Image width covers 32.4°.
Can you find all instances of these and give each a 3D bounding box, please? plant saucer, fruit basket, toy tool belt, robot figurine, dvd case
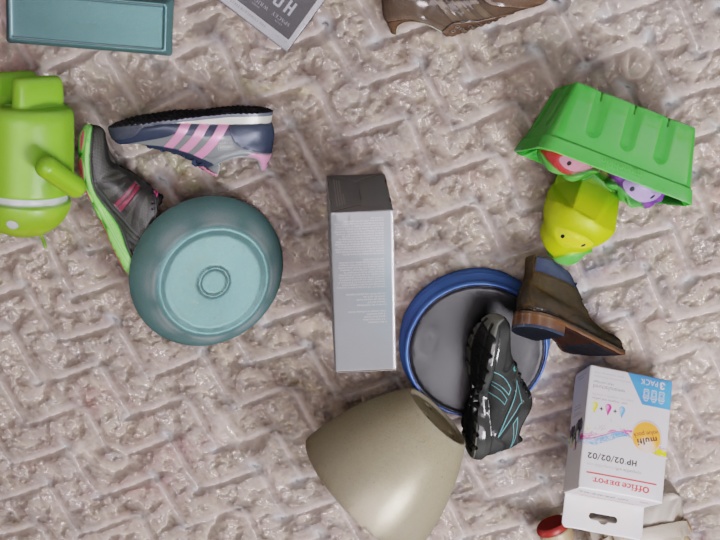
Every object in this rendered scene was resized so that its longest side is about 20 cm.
[{"bbox_3d":[-0.321,-0.295,1.464,0.198,0.019,0.071,4,109,-2],"label":"plant saucer"},{"bbox_3d":[0.282,-0.101,1.491,0.213,0.155,0.218,0,93,-7],"label":"fruit basket"},{"bbox_3d":[0.349,0.368,1.665,0.198,0.125,0.124,-21,101,7],"label":"toy tool belt"},{"bbox_3d":[-0.185,0.009,1.533,0.198,0.036,0.202,-8,114,-19],"label":"plant saucer"},{"bbox_3d":[-0.398,-0.131,1.465,0.174,0.115,0.202,14,107,29],"label":"robot figurine"},{"bbox_3d":[-0.086,-0.379,1.436,0.150,0.025,0.201,35,105,-12],"label":"dvd case"}]

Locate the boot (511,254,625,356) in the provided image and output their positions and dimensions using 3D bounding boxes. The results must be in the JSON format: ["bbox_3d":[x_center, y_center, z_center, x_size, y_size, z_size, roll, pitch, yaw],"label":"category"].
[{"bbox_3d":[0.272,0.049,1.569,0.199,0.074,0.098,20,70,-40],"label":"boot"}]

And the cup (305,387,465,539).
[{"bbox_3d":[0.050,0.235,1.571,0.200,0.200,0.143,41,101,-15],"label":"cup"}]

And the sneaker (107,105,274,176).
[{"bbox_3d":[-0.202,-0.150,1.487,0.198,0.070,0.083,-3,109,-3],"label":"sneaker"}]

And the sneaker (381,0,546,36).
[{"bbox_3d":[0.123,-0.314,1.453,0.198,0.071,0.076,2,129,1],"label":"sneaker"}]

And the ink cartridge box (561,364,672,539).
[{"bbox_3d":[0.329,0.235,1.590,0.114,0.068,0.202,10,73,-5],"label":"ink cartridge box"}]

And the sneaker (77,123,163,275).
[{"bbox_3d":[-0.288,-0.092,1.518,0.083,0.077,0.202,-25,114,-9],"label":"sneaker"}]

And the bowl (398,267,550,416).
[{"bbox_3d":[0.149,0.097,1.605,0.198,0.039,0.203,-1,110,-2],"label":"bowl"}]

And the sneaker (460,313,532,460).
[{"bbox_3d":[0.176,0.144,1.574,0.078,0.076,0.202,-4,117,-15],"label":"sneaker"}]

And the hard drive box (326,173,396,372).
[{"bbox_3d":[0.000,0.000,1.506,0.076,0.156,0.202,-2,111,-2],"label":"hard drive box"}]
